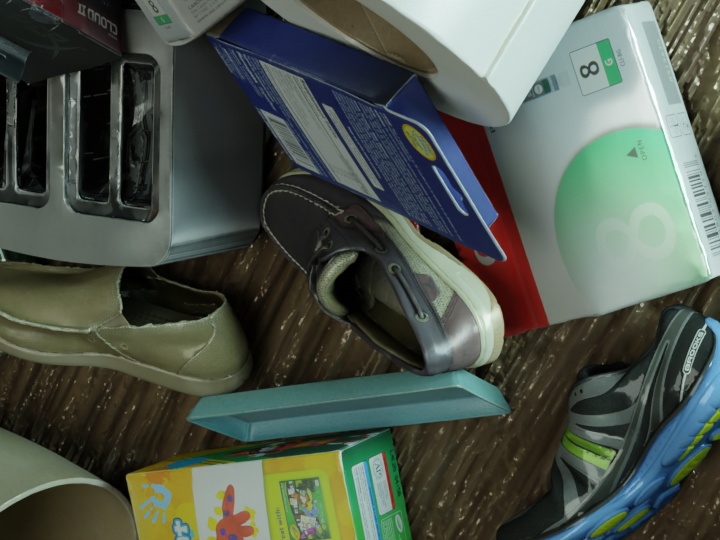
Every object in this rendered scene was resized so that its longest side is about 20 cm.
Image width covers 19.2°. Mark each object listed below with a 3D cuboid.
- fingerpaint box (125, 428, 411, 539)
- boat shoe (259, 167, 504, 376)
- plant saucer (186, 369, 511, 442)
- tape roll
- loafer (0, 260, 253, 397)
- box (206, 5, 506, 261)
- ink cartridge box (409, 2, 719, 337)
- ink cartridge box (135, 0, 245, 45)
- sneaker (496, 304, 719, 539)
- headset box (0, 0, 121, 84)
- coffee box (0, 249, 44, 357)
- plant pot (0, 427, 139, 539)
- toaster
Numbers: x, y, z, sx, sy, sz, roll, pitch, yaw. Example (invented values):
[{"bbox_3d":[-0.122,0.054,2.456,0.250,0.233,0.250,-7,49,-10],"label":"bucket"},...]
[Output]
[{"bbox_3d":[-0.047,0.212,1.362,0.166,0.073,0.201,-10,94,30],"label":"fingerpaint box"},{"bbox_3d":[0.000,0.000,1.280,0.200,0.065,0.072,38,131,34],"label":"boat shoe"},{"bbox_3d":[-0.009,0.083,1.324,0.200,0.070,0.019,-8,70,31],"label":"plant saucer"},{"bbox_3d":[0.031,-0.188,1.140,0.202,0.203,0.139,29,84,22],"label":"tape roll"},{"bbox_3d":[-0.163,0.023,1.376,0.199,0.076,0.068,12,124,7],"label":"loafer"},{"bbox_3d":[0.005,-0.080,1.222,0.032,0.121,0.200,-47,43,-14],"label":"box"},{"bbox_3d":[0.100,-0.047,1.237,0.200,0.050,0.161,-19,89,29],"label":"ink cartridge box"},{"bbox_3d":[-0.101,-0.256,1.223,0.200,0.161,0.050,56,155,-16],"label":"ink cartridge box"},{"bbox_3d":[0.148,0.099,1.240,0.200,0.071,0.083,-51,60,25],"label":"sneaker"},{"bbox_3d":[-0.209,-0.209,1.225,0.075,0.149,0.201,-13,71,27],"label":"headset box"},{"bbox_3d":[-0.308,0.018,1.492,0.200,0.044,0.123,-18,90,31],"label":"coffee box"},{"bbox_3d":[-0.285,0.173,1.445,0.200,0.187,0.188,33,114,35],"label":"plant pot"},{"bbox_3d":[-0.158,-0.093,1.344,0.180,0.119,0.201,9,104,29],"label":"toaster"}]
